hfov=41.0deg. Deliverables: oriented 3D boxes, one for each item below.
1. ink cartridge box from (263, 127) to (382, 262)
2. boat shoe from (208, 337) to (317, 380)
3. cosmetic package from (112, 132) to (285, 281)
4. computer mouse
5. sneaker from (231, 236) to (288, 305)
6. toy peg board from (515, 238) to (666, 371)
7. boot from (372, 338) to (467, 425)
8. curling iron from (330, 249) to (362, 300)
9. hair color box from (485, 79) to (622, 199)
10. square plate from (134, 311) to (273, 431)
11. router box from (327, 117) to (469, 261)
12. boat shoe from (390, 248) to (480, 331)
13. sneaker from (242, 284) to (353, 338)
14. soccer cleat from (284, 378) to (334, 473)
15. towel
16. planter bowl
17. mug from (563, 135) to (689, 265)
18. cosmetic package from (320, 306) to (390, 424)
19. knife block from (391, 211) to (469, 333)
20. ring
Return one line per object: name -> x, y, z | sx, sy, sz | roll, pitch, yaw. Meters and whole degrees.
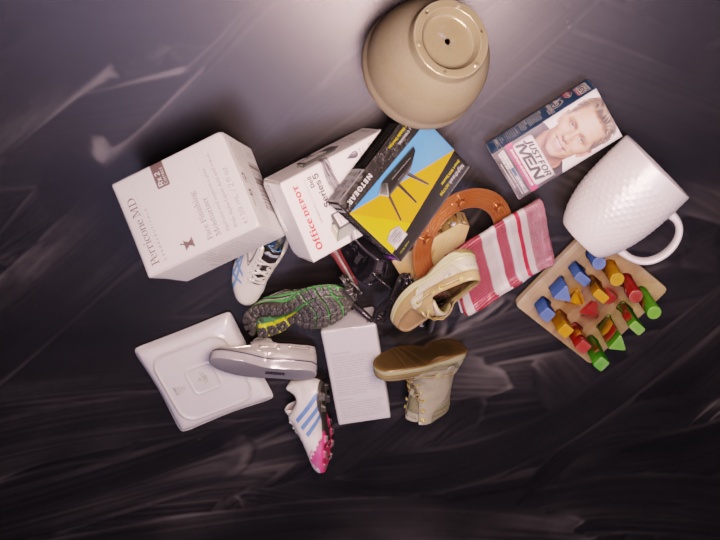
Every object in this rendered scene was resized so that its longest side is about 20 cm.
ink cartridge box -> -0.037, -0.125, 1.577 | 0.199, 0.084, 0.146 | -30, 111, -18
boat shoe -> -0.175, 0.153, 1.751 | 0.198, 0.066, 0.072 | 6, 151, -10
cosmetic package -> -0.256, -0.097, 1.553 | 0.199, 0.165, 0.166 | -25, 83, 8
computer mouse -> 0.000, 0.000, 1.689 | 0.200, 0.046, 0.141 | 37, 129, 11
sneaker -> -0.171, -0.022, 1.668 | 0.071, 0.073, 0.201 | 14, 114, -25
toy peg board -> 0.422, 0.062, 1.725 | 0.199, 0.098, 0.200 | 37, 108, -18
boot -> 0.099, 0.213, 1.763 | 0.199, 0.072, 0.156 | -8, 124, -35
curling iron -> -0.047, -0.041, 1.644 | 0.025, 0.050, 0.201 | -26, 93, 3
hair color box -> 0.322, -0.218, 1.610 | 0.199, 0.061, 0.100 | -32, 113, 11
square plate -> -0.290, 0.196, 1.792 | 0.197, 0.028, 0.201 | -21, 114, 7
router box -> 0.063, -0.139, 1.544 | 0.149, 0.051, 0.200 | 41, 78, -25
boat shoe -> 0.123, 0.047, 1.604 | 0.074, 0.067, 0.200 | 8, 137, -38
sneaker -> -0.108, 0.057, 1.700 | 0.198, 0.085, 0.079 | -10, 112, 12
soccer cleat -> -0.099, 0.291, 1.831 | 0.086, 0.070, 0.201 | 4, 114, 13
towel -> 0.245, -0.020, 1.666 | 0.199, 0.023, 0.145 | -31, 128, -11
planter bowl -> 0.114, -0.328, 1.459 | 0.199, 0.135, 0.202 | 2, 83, -16
mug -> 0.452, -0.096, 1.620 | 0.200, 0.148, 0.175 | 42, 109, -8
cosmetic package -> -0.008, 0.176, 1.771 | 0.101, 0.071, 0.201 | -8, 115, 2
knife block -> 0.135, 0.015, 1.708 | 0.199, 0.064, 0.176 | -30, 113, 10
ring -> 0.178, -0.045, 1.636 | 0.199, 0.019, 0.202 | -15, 123, -24
